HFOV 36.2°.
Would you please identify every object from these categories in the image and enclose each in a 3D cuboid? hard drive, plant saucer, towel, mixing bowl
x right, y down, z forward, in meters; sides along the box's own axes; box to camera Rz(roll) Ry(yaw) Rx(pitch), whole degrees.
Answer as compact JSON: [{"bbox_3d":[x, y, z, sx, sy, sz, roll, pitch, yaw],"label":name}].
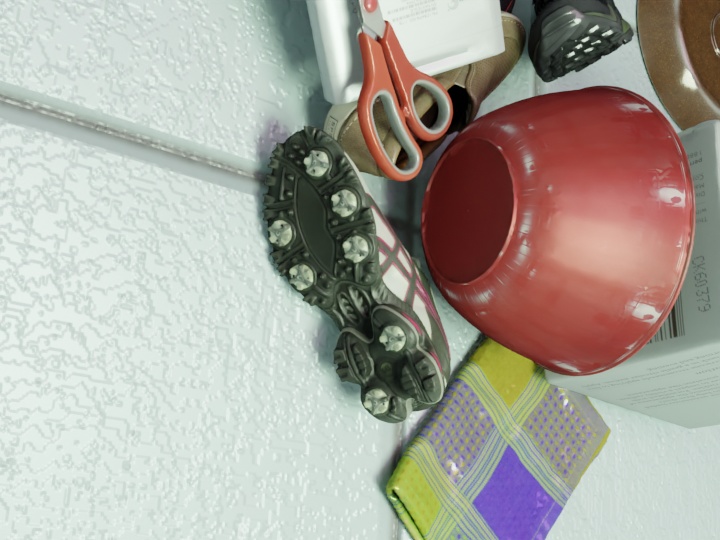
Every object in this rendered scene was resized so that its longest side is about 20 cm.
[{"bbox_3d":[0.020,-0.220,0.694,0.131,0.027,0.202,-20,118,-19],"label":"hard drive"},{"bbox_3d":[0.343,-0.219,1.066,0.199,0.034,0.202,10,73,-37],"label":"plant saucer"},{"bbox_3d":[0.106,0.137,0.806,0.200,0.023,0.144,-46,110,-36],"label":"towel"},{"bbox_3d":[0.111,-0.033,0.736,0.108,0.200,0.202,7,76,-34],"label":"mixing bowl"}]

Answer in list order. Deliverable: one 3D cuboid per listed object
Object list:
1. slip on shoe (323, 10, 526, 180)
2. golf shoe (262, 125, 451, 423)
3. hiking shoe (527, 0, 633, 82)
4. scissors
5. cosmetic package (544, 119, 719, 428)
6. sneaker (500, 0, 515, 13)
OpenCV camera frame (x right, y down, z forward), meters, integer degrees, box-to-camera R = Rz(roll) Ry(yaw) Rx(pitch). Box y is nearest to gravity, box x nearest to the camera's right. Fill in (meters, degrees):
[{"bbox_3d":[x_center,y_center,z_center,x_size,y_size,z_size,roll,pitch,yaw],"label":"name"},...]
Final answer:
[{"bbox_3d":[0.062,-0.124,0.783,0.199,0.060,0.077,-32,140,-36],"label":"slip on shoe"},{"bbox_3d":[0.000,0.000,0.733,0.201,0.077,0.088,67,26,-4],"label":"golf shoe"},{"bbox_3d":[0.158,-0.210,0.870,0.101,0.075,0.200,59,21,1],"label":"hiking shoe"},{"bbox_3d":[0.004,-0.149,0.679,0.073,0.014,0.201,-42,123,-24],"label":"scissors"},{"bbox_3d":[0.264,0.015,0.852,0.199,0.164,0.167,20,63,-39],"label":"cosmetic package"},{"bbox_3d":[0.062,-0.261,0.830,0.074,0.086,0.201,-55,138,-31],"label":"sneaker"}]
